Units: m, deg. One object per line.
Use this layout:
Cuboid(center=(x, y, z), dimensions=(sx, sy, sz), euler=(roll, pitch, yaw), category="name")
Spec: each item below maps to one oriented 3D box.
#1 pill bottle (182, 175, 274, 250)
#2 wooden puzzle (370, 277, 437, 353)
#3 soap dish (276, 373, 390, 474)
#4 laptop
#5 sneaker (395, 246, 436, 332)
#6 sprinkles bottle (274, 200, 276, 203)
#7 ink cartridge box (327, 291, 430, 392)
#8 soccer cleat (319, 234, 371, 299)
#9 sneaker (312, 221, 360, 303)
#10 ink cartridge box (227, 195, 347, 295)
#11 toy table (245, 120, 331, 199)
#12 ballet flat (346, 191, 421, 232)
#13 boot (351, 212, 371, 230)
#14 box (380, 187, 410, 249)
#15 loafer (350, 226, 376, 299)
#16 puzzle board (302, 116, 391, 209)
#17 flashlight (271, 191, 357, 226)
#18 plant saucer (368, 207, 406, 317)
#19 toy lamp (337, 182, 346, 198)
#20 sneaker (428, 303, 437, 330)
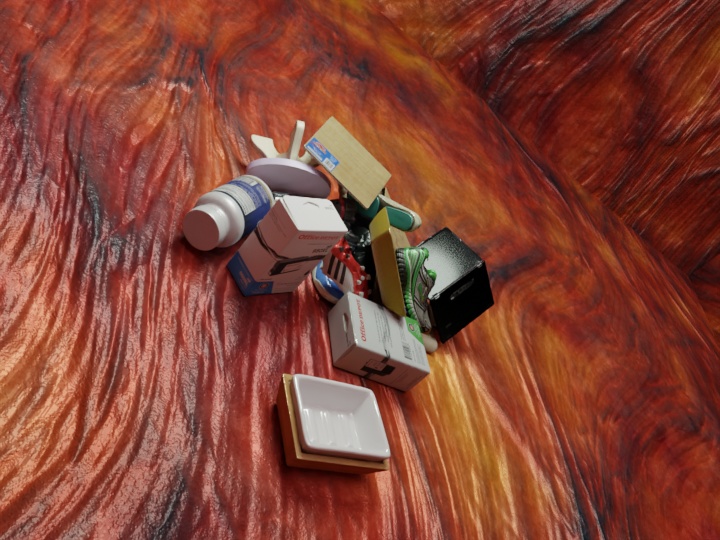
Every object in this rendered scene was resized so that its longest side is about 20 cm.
Cuboid(center=(-0.263, -0.112, 1.370), dimensions=(0.111, 0.111, 0.200), euler=(44, 31, 0), category="pill bottle")
Cuboid(center=(0.098, 0.085, 1.636), dimensions=(0.184, 0.037, 0.201), euler=(25, 37, -31), category="wooden puzzle")
Cuboid(center=(-0.051, 0.272, 1.195), dimensions=(0.199, 0.081, 0.158), euler=(19, 39, -36), category="soap dish")
Cuboid(center=(0.205, 0.033, 1.671), dimensions=(0.187, 0.116, 0.201), euler=(-33, 120, -26), category="laptop")
Cuboid(center=(0.134, 0.044, 1.545), dimensions=(0.078, 0.084, 0.202), euler=(-87, 167, -76), category="sneaker")
Cuboid(center=(-0.187, -0.105, 1.495), dimensions=(0.200, 0.068, 0.068), euler=(48, 31, 4), category="sprinkles bottle")
Cuboid(center=(0.036, 0.150, 1.440), dimensions=(0.199, 0.083, 0.147), euler=(25, 36, -30), category="ink cartridge box")
Cuboid(center=(-0.039, 0.003, 1.452), dimensions=(0.201, 0.085, 0.069), euler=(64, 37, -37), category="soccer cleat")
Cuboid(center=(-0.049, -0.030, 1.525), dimensions=(0.076, 0.111, 0.201), euler=(25, 36, -29), category="sneaker")
Cuboid(center=(-0.143, -0.046, 1.347), dimensions=(0.144, 0.200, 0.085), euler=(-4, 54, -51), category="ink cartridge box")
Cuboid(center=(-0.165, -0.244, 1.599), dimensions=(0.199, 0.184, 0.118), euler=(18, 54, -29), category="toy table")
Cuboid(center=(0.055, -0.142, 1.625), dimensions=(0.199, 0.068, 0.062), euler=(32, 19, 23), category="ballet flat")
Cuboid(center=(-0.052, -0.141, 1.673), dimensions=(0.199, 0.090, 0.073), euler=(24, 36, -31), category="boot")
Cuboid(center=(0.087, -0.088, 1.748), dimensions=(0.164, 0.021, 0.201), euler=(-83, 152, -52), category="box")
Cuboid(center=(0.000, 0.000, 1.591), dimensions=(0.072, 0.072, 0.201), euler=(3, 59, 1), category="loafer")
Cuboid(center=(-0.029, -0.248, 1.590), dimensions=(0.200, 0.017, 0.151), euler=(43, 45, -9), category="puzzle board")
Cuboid(center=(-0.110, -0.143, 1.579), dimensions=(0.198, 0.068, 0.068), euler=(6, 44, -22), category="flashlight")
Cuboid(center=(0.055, -0.018, 1.513), dimensions=(0.200, 0.048, 0.202), euler=(-93, 171, -72), category="plant saucer")
Cuboid(center=(-0.048, -0.224, 1.689), dimensions=(0.058, 0.201, 0.058), euler=(-5, 35, 4), category="toy lamp")
Cuboid(center=(0.223, 0.070, 1.765), dimensions=(0.080, 0.147, 0.202), euler=(12, 76, 8), category="sneaker")
